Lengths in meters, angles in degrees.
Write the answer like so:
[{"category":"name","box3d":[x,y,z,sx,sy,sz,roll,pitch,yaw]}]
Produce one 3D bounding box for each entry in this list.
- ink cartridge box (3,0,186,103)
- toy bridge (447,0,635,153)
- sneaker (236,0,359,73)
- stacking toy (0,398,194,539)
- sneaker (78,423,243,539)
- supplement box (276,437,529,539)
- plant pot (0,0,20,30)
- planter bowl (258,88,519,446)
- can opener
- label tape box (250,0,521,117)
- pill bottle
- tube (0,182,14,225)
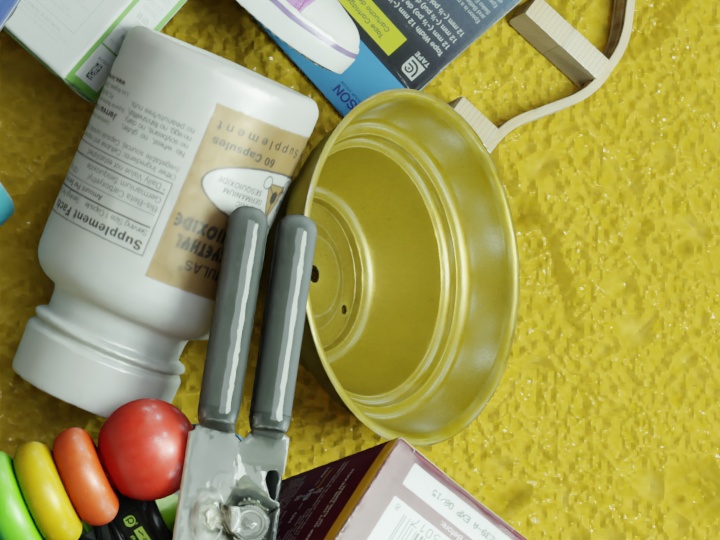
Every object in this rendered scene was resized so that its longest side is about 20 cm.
[{"category":"ink cartridge box","box3d":[-0.126,-0.203,1.617,0.104,0.059,0.200,42,91,18]},{"category":"toy bridge","box3d":[0.123,-0.138,1.784,0.067,0.027,0.200,41,68,-12]},{"category":"sneaker","box3d":[-0.044,-0.214,1.658,0.114,0.073,0.201,-40,80,12]},{"category":"stacking toy","box3d":[-0.179,0.126,1.542,0.200,0.085,0.085,-22,89,-2]},{"category":"sneaker","box3d":[-0.140,0.146,1.590,0.200,0.083,0.071,-38,95,-24]},{"category":"supplement box","box3d":[0.001,0.168,1.580,0.110,0.200,0.086,40,66,-12]},{"category":"plant pot","box3d":[-0.288,-0.152,1.505,0.180,0.200,0.200,34,91,-20]},{"category":"planter bowl","box3d":[0.000,0.000,1.658,0.200,0.083,0.201,6,83,-52]},{"category":"can opener","box3d":[-0.062,0.069,1.542,0.053,0.067,0.200,9,82,-5]},{"category":"label tape box","box3d":[0.030,-0.199,1.723,0.200,0.066,0.143,-41,97,17]},{"category":"pill bottle","box3d":[-0.111,-0.022,1.593,0.114,0.114,0.200,22,95,-17]},{"category":"tube","box3d":[-0.276,0.014,1.583,0.077,0.050,0.200,46,72,-1]}]
